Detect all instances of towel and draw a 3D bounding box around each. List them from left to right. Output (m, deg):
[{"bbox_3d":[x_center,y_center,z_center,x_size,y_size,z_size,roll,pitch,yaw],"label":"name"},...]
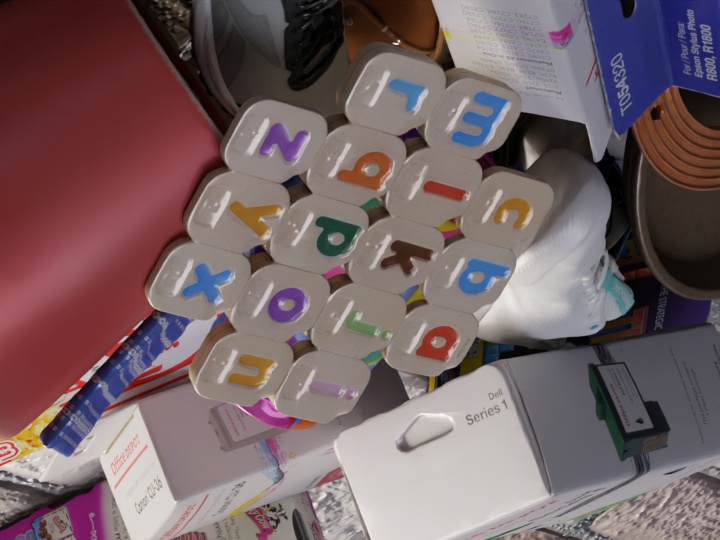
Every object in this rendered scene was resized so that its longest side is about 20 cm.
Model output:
[{"bbox_3d":[-0.090,0.021,1.425,0.200,0.024,0.145,-47,180,-7],"label":"towel"}]

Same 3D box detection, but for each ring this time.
[{"bbox_3d":[0.203,-0.139,1.447,0.200,0.019,0.201,-24,127,-35],"label":"ring"}]

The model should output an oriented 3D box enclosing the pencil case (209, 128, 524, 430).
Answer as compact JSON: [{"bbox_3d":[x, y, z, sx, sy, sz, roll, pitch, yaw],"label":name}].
[{"bbox_3d":[0.000,0.000,1.452,0.088,0.088,0.200,12,135,-38],"label":"pencil case"}]

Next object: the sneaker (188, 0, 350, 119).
[{"bbox_3d":[-0.039,-0.130,1.312,0.074,0.079,0.200,-49,140,-25],"label":"sneaker"}]

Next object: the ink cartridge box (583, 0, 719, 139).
[{"bbox_3d":[0.188,-0.180,1.342,0.200,0.043,0.196,-47,147,-19],"label":"ink cartridge box"}]

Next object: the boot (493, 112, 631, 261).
[{"bbox_3d":[0.124,-0.062,1.508,0.075,0.097,0.200,-53,175,-36],"label":"boot"}]

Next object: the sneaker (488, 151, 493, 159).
[{"bbox_3d":[0.014,-0.016,1.540,0.200,0.079,0.089,-51,174,36],"label":"sneaker"}]

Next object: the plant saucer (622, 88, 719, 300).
[{"bbox_3d":[0.211,-0.080,1.524,0.200,0.029,0.200,-26,129,-37],"label":"plant saucer"}]

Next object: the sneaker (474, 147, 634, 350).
[{"bbox_3d":[0.111,-0.003,1.469,0.088,0.075,0.200,26,160,-6],"label":"sneaker"}]

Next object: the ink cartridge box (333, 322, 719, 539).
[{"bbox_3d":[0.106,0.099,1.583,0.200,0.084,0.146,-9,165,-47],"label":"ink cartridge box"}]

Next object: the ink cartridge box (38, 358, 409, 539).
[{"bbox_3d":[-0.081,0.105,1.629,0.200,0.068,0.116,-18,165,-22],"label":"ink cartridge box"}]

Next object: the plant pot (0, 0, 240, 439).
[{"bbox_3d":[-0.154,-0.044,1.339,0.177,0.200,0.200,-34,145,3],"label":"plant pot"}]

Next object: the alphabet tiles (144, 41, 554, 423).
[{"bbox_3d":[-0.004,-0.015,1.338,0.196,0.015,0.200,14,114,-37],"label":"alphabet tiles"}]

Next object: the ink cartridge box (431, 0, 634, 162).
[{"bbox_3d":[0.087,-0.154,1.346,0.068,0.115,0.200,11,153,21],"label":"ink cartridge box"}]

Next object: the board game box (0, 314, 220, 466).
[{"bbox_3d":[-0.158,0.028,1.554,0.200,0.046,0.152,-23,146,4],"label":"board game box"}]

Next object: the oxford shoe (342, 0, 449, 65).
[{"bbox_3d":[0.007,-0.133,1.391,0.071,0.071,0.200,-8,146,-10],"label":"oxford shoe"}]

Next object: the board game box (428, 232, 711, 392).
[{"bbox_3d":[0.129,0.043,1.713,0.165,0.057,0.200,-12,146,-9],"label":"board game box"}]

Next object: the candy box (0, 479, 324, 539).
[{"bbox_3d":[-0.122,0.192,1.726,0.200,0.136,0.061,-24,148,8],"label":"candy box"}]
